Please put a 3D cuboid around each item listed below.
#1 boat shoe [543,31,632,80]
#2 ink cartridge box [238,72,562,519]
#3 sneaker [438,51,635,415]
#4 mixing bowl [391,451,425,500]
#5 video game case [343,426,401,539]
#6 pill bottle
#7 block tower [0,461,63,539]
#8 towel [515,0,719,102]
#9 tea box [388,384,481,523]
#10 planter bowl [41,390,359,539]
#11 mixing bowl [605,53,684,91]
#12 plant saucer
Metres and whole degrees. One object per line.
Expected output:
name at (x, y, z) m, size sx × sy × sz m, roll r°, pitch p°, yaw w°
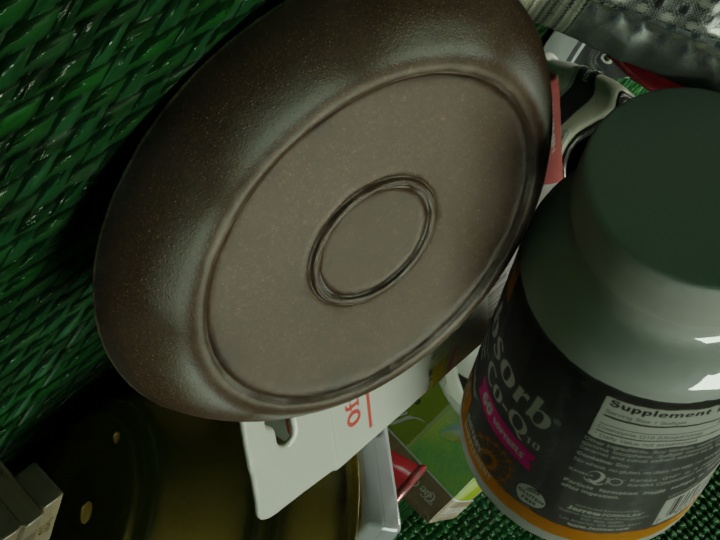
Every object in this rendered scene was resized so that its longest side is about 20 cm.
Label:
boat shoe at (0.154, -0.133, 1.102) m, size 0.070 × 0.066 × 0.200 m, roll -37°, pitch 168°, yaw -39°
ink cartridge box at (0.000, 0.000, 0.889) m, size 0.200 × 0.067 × 0.117 m, roll -39°, pitch 141°, yaw -31°
sneaker at (0.091, -0.007, 1.046) m, size 0.076 × 0.088 × 0.200 m, roll -21°, pitch 120°, yaw -53°
mixing bowl at (-0.067, 0.156, 1.237) m, size 0.200 × 0.108 × 0.200 m, roll -48°, pitch 177°, yaw -4°
video game case at (-0.043, 0.096, 1.019) m, size 0.022 × 0.182 × 0.200 m, roll 13°, pitch 139°, yaw -25°
pill bottle at (0.113, 0.023, 0.853) m, size 0.116 × 0.116 × 0.200 m, roll -39°, pitch 160°, yaw -29°
block tower at (-0.203, 0.131, 0.758) m, size 0.200 × 0.058 × 0.054 m, roll -38°, pitch 169°, yaw -28°
towel at (0.142, -0.134, 0.727) m, size 0.200 × 0.192 × 0.035 m, roll 127°, pitch -28°, yaw -46°
tea box at (0.082, 0.068, 1.492) m, size 0.197 × 0.134 × 0.200 m, roll -45°, pitch 171°, yaw 0°
planter bowl at (-0.095, 0.118, 0.945) m, size 0.083 × 0.201 × 0.200 m, roll 21°, pitch 123°, yaw -35°
mixing bowl at (0.178, -0.160, 0.807) m, size 0.200 × 0.200 × 0.109 m, roll 127°, pitch -28°, yaw -46°
plant saucer at (-0.003, -0.018, 0.760) m, size 0.200 × 0.032 × 0.200 m, roll -26°, pitch 140°, yaw -25°
